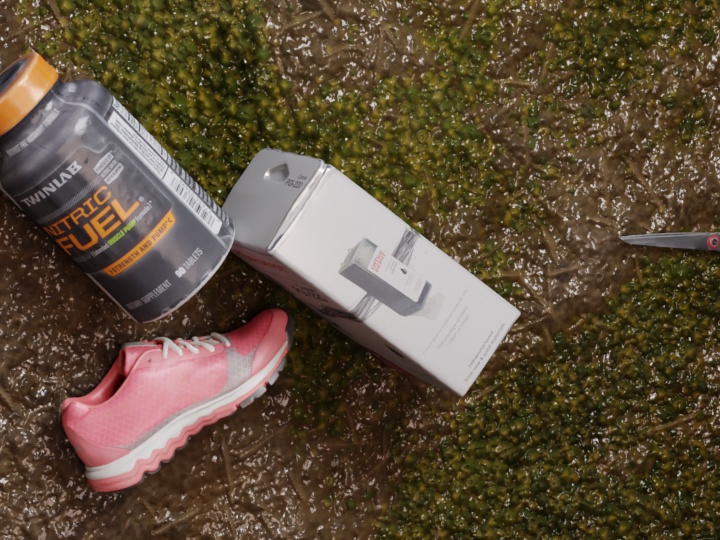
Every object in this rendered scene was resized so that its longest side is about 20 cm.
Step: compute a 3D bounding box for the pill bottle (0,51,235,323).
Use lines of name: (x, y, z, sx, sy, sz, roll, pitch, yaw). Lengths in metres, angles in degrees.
pill bottle: (-0.192, -0.064, 1.514, 0.106, 0.106, 0.200, -48, 111, -12)

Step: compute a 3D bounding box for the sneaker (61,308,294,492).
sneaker: (-0.137, 0.079, 1.574, 0.200, 0.074, 0.087, -38, 108, -15)

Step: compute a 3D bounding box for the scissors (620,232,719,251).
scissors: (0.312, -0.030, 1.796, 0.199, 0.014, 0.073, 17, 91, -24)

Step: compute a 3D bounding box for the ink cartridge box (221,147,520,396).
ink cartridge box: (0.000, 0.000, 1.585, 0.200, 0.146, 0.085, 39, 81, -23)
